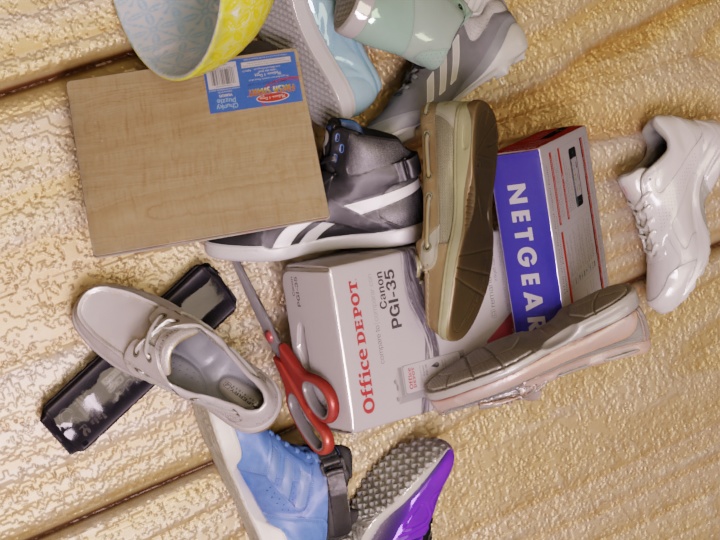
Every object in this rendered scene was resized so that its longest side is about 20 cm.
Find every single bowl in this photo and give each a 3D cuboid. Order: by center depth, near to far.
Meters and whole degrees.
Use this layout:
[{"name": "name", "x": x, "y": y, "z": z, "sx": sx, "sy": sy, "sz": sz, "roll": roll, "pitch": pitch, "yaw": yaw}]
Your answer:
[{"name": "bowl", "x": -0.120, "y": -0.262, "z": 1.087, "sx": 0.107, "sy": 0.199, "sz": 0.203, "roll": -16, "pitch": 100, "yaw": -34}]

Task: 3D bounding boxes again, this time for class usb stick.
[{"name": "usb stick", "x": -0.190, "y": 0.075, "z": 1.160, "sx": 0.200, "sy": 0.033, "sz": 0.056, "roll": -44, "pitch": 109, "yaw": -14}]

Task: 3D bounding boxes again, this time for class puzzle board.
[{"name": "puzzle board", "x": -0.135, "y": -0.099, "z": 1.113, "sx": 0.197, "sy": 0.017, "sz": 0.153, "roll": -10, "pitch": 77, "yaw": -9}]

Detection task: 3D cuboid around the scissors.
[{"name": "scissors", "x": -0.075, "y": 0.072, "z": 1.170, "sx": 0.014, "sy": 0.074, "sz": 0.201, "roll": -19, "pitch": 56, "yaw": -31}]

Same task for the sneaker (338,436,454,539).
[{"name": "sneaker", "x": 0.034, "y": 0.253, "z": 1.250, "sx": 0.099, "sy": 0.069, "sz": 0.201, "roll": 41, "pitch": 83, "yaw": -26}]

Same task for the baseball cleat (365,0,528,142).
[{"name": "baseball cleat", "x": 0.063, "y": -0.190, "z": 1.232, "sx": 0.199, "sy": 0.070, "sz": 0.107, "roll": -36, "pitch": 99, "yaw": -25}]

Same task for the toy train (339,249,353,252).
[{"name": "toy train", "x": 0.000, "y": 0.000, "z": 1.230, "sx": 0.045, "sy": 0.034, "sz": 0.203, "roll": -24, "pitch": 102, "yaw": -16}]

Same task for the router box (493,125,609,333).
[{"name": "router box", "x": 0.180, "y": -0.024, "z": 1.234, "sx": 0.048, "sy": 0.179, "sz": 0.203, "roll": -6, "pitch": 99, "yaw": 24}]

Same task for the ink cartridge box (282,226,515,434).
[{"name": "ink cartridge box", "x": 0.043, "y": 0.050, "z": 1.184, "sx": 0.198, "sy": 0.082, "sz": 0.149, "roll": -13, "pitch": 98, "yaw": -31}]

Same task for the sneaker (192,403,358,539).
[{"name": "sneaker", "x": -0.069, "y": 0.163, "z": 1.191, "sx": 0.110, "sy": 0.077, "sz": 0.202, "roll": -27, "pitch": 103, "yaw": -17}]

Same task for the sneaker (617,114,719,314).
[{"name": "sneaker", "x": 0.296, "y": -0.060, "z": 1.331, "sx": 0.098, "sy": 0.078, "sz": 0.203, "roll": 12, "pitch": 80, "yaw": -15}]

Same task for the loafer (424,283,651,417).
[{"name": "loafer", "x": 0.153, "y": 0.082, "z": 1.126, "sx": 0.198, "sy": 0.072, "sz": 0.063, "roll": -27, "pitch": 104, "yaw": 2}]

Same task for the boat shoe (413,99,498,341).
[{"name": "boat shoe", "x": 0.073, "y": -0.043, "z": 1.128, "sx": 0.073, "sy": 0.062, "sz": 0.204, "roll": 8, "pitch": 85, "yaw": -61}]

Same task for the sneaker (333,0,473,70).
[{"name": "sneaker", "x": 0.045, "y": -0.267, "z": 1.188, "sx": 0.117, "sy": 0.074, "sz": 0.203, "roll": 23, "pitch": 59, "yaw": -23}]

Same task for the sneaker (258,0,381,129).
[{"name": "sneaker", "x": -0.045, "y": -0.229, "z": 1.186, "sx": 0.082, "sy": 0.073, "sz": 0.202, "roll": -35, "pitch": 107, "yaw": -38}]

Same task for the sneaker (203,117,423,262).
[{"name": "sneaker", "x": -0.044, "y": -0.075, "z": 1.163, "sx": 0.197, "sy": 0.073, "sz": 0.114, "roll": -6, "pitch": 106, "yaw": 0}]

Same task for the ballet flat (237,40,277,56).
[{"name": "ballet flat", "x": -0.145, "y": -0.125, "z": 1.157, "sx": 0.200, "sy": 0.067, "sz": 0.047, "roll": -44, "pitch": 147, "yaw": -15}]

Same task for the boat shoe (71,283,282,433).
[{"name": "boat shoe", "x": -0.153, "y": 0.064, "z": 1.107, "sx": 0.198, "sy": 0.069, "sz": 0.071, "roll": 27, "pitch": 77, "yaw": 7}]
